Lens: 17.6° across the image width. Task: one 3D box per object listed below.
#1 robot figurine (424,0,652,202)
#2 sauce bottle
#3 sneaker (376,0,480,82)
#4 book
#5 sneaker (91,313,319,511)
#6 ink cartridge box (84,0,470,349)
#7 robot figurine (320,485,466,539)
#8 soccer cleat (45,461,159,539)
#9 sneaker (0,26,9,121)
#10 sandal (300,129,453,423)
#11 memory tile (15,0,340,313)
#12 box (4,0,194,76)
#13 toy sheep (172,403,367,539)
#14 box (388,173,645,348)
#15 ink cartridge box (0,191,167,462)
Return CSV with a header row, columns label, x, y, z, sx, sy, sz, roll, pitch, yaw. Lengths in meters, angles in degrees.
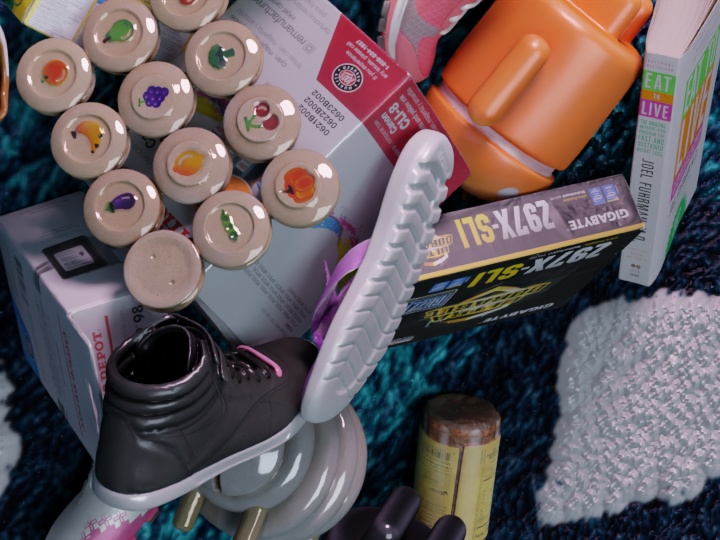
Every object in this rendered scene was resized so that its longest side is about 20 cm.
label,x,y,z,sx,sy,sz,roll,pitch,yaw
robot figurine,0.121,-0.130,1.648,0.116,0.144,0.200,33,103,-24
sauce bottle,0.068,0.196,1.815,0.066,0.066,0.201,-4,116,-27
sneaker,0.067,-0.204,1.576,0.086,0.074,0.201,18,128,7
book,0.224,-0.108,1.698,0.134,0.048,0.201,-60,159,-47
sneaker,-0.087,0.065,1.452,0.200,0.071,0.099,-31,138,-43
ink cartridge box,-0.060,-0.067,1.542,0.200,0.145,0.145,-44,149,-4
robot figurine,0.007,0.260,1.763,0.124,0.150,0.200,1,128,-38
soccer cleat,-0.161,0.130,1.661,0.200,0.070,0.086,-41,118,-12
sneaker,-0.258,-0.179,1.441,0.073,0.085,0.201,-26,122,-13
sandal,0.002,0.002,1.500,0.203,0.050,0.082,-65,156,-4
memory tile,-0.117,-0.087,1.457,0.153,0.200,0.017,-30,166,0
box,-0.132,-0.230,1.508,0.117,0.048,0.200,26,102,-35
toy sheep,-0.063,0.129,1.594,0.138,0.138,0.200,-54,158,4
box,0.085,-0.001,1.679,0.199,0.049,0.160,-13,161,-24
ink cartridge box,-0.171,0.044,1.523,0.066,0.200,0.116,-18,121,-18
